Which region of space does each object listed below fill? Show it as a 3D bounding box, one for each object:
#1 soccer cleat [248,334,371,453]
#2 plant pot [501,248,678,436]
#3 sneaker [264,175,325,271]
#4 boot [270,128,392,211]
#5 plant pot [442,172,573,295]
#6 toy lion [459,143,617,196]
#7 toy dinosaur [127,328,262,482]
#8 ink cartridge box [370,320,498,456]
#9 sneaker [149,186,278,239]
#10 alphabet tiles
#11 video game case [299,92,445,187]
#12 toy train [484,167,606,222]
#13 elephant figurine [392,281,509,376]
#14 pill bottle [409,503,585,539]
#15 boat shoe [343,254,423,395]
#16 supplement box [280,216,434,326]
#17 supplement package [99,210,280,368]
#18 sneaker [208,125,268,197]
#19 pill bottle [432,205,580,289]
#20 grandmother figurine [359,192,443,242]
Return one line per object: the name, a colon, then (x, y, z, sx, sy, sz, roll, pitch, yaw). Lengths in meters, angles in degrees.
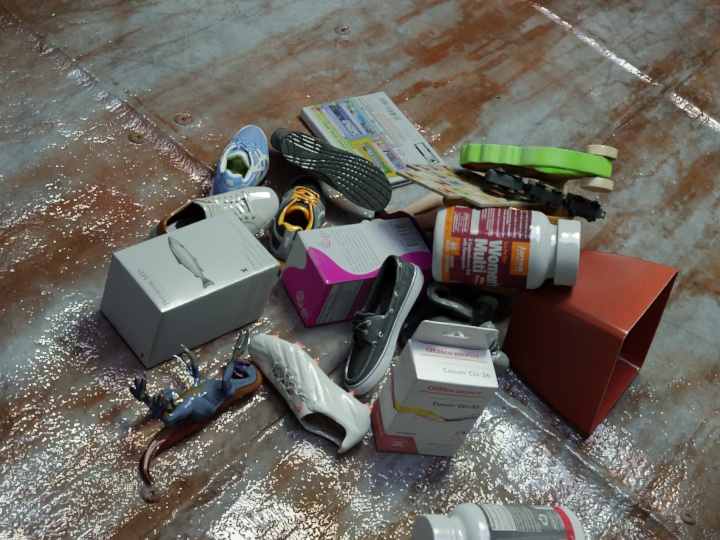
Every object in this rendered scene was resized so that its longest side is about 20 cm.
soccer cleat: (-0.075, 0.158, 1.589, 0.200, 0.069, 0.078, 37, 47, 9)
plant pot: (0.323, 0.080, 1.765, 0.176, 0.201, 0.200, 29, 42, 22)
sneaker: (-0.090, -0.084, 1.813, 0.078, 0.077, 0.201, 17, 41, -5)
boot: (-0.044, -0.168, 1.900, 0.200, 0.070, 0.132, 34, 3, -13)
plant pot: (0.210, -0.052, 1.837, 0.199, 0.141, 0.200, 14, 16, -4)
toy lion: (0.250, -0.158, 1.784, 0.191, 0.200, 0.069, 9, 87, -23)
toy dinosaur: (-0.204, 0.163, 1.544, 0.181, 0.201, 0.105, 12, 1, -45)
ink cartridge box: (0.100, 0.156, 1.569, 0.116, 0.200, 0.068, 7, 45, -18)
sneaker: (-0.198, -0.074, 1.720, 0.199, 0.085, 0.073, -23, 84, -24)
alphabet tiles: (0.147, -0.125, 1.759, 0.167, 0.008, 0.200, 29, 20, 34)
video game case: (0.022, -0.218, 2.036, 0.181, 0.022, 0.200, -17, 57, -36)
toy train: (0.269, -0.110, 1.765, 0.199, 0.034, 0.046, 17, 5, -18)
elephant figurine: (0.125, 0.084, 1.726, 0.155, 0.141, 0.200, 53, 14, -37)
pill bottle: (0.166, 0.343, 1.481, 0.199, 0.111, 0.111, 6, 46, -19)
boat shoe: (0.020, 0.069, 1.654, 0.066, 0.070, 0.201, 37, 76, -35)
supplement box: (0.000, 0.000, 1.751, 0.199, 0.104, 0.101, -7, 52, -32)
supplement package: (-0.228, 0.022, 1.614, 0.200, 0.118, 0.117, -24, 62, -39)
sneaker: (-0.177, -0.164, 1.851, 0.075, 0.077, 0.201, 17, 42, -6)
pill bottle: (0.203, -0.031, 1.686, 0.199, 0.110, 0.110, 4, 43, 8)
grandmother figurine: (0.070, -0.077, 1.890, 0.199, 0.061, 0.121, -22, 30, -40)
